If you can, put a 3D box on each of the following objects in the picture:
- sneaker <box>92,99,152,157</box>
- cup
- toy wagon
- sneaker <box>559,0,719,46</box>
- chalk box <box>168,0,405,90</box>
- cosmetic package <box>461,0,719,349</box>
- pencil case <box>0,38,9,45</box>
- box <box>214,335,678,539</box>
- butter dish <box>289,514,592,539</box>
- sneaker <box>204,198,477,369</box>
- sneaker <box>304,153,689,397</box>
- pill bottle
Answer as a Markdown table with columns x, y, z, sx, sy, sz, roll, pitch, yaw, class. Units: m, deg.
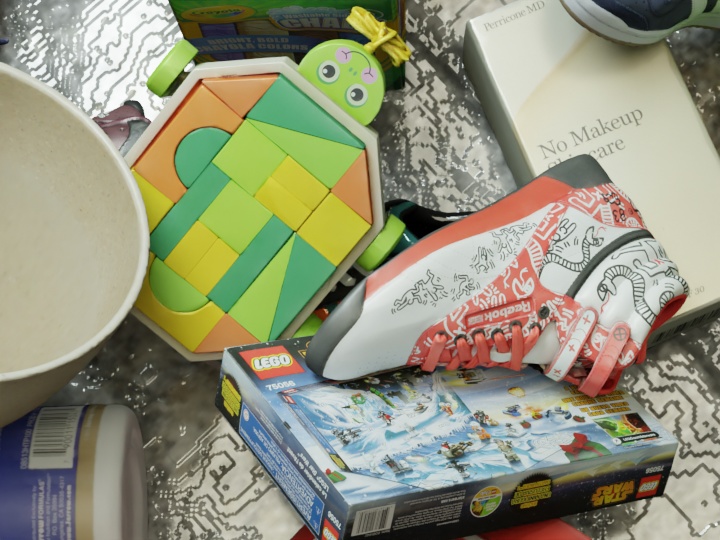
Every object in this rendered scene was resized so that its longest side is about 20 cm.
| x | y | z | sx | sy | sz | roll | pitch | yaw | class |
| --- | --- | --- | --- | --- | --- | --- | --- | --- | --- |
| -0.185 | -0.071 | 1.228 | 0.200 | 0.076 | 0.116 | 42 | 77 | 0 | sneaker |
| -0.219 | 0.011 | 1.073 | 0.199 | 0.143 | 0.201 | 13 | 49 | -15 | cup |
| -0.051 | -0.050 | 1.118 | 0.155 | 0.040 | 0.200 | 39 | 102 | -6 | toy wagon |
| 0.201 | -0.175 | 1.163 | 0.199 | 0.108 | 0.070 | -3 | 68 | -37 | sneaker |
| -0.037 | -0.187 | 1.175 | 0.123 | 0.200 | 0.125 | 1 | 78 | 2 | chalk box |
| 0.141 | -0.060 | 1.207 | 0.103 | 0.073 | 0.201 | -23 | 79 | -4 | cosmetic package |
| -0.240 | -0.222 | 1.246 | 0.090 | 0.094 | 0.201 | 2 | 77 | 3 | pencil case |
| 0.043 | 0.079 | 1.104 | 0.199 | 0.040 | 0.137 | -7 | 35 | -30 | box |
| 0.034 | 0.218 | 1.119 | 0.199 | 0.148 | 0.200 | -44 | 39 | -16 | butter dish |
| 0.000 | 0.000 | 1.184 | 0.199 | 0.080 | 0.072 | -11 | 46 | -5 | sneaker |
| 0.077 | 0.027 | 1.094 | 0.201 | 0.067 | 0.108 | -31 | 73 | -27 | sneaker |
| -0.219 | 0.133 | 1.153 | 0.199 | 0.120 | 0.121 | -2 | 77 | 2 | pill bottle |
